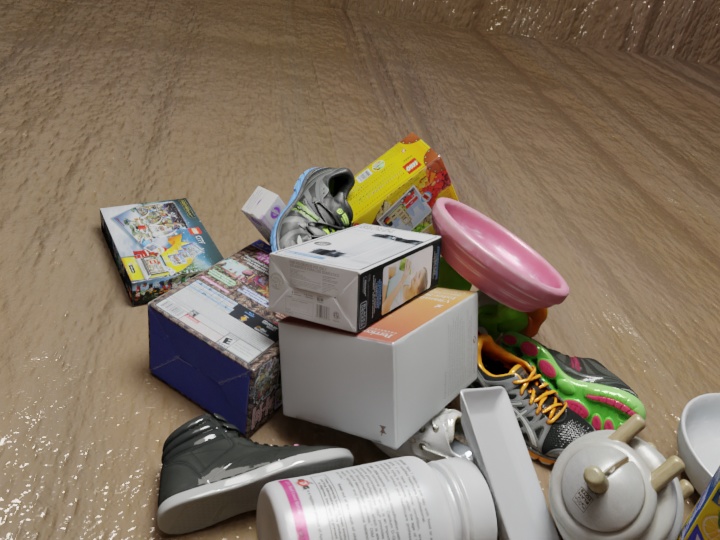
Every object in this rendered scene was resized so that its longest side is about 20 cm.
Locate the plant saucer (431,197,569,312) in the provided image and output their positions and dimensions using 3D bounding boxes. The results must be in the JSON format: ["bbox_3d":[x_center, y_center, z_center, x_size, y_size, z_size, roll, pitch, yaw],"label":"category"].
[{"bbox_3d":[0.167,-0.015,0.827,0.197,0.052,0.202,30,19,-11],"label":"plant saucer"}]

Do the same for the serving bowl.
[{"bbox_3d":[0.454,0.235,0.754,0.193,0.067,0.202,9,33,-5],"label":"serving bowl"}]

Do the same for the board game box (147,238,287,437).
[{"bbox_3d":[-0.128,0.070,0.792,0.156,0.099,0.199,26,35,22],"label":"board game box"}]

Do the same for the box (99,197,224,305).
[{"bbox_3d":[-0.288,-0.034,0.956,0.133,0.039,0.200,-10,39,-29],"label":"box"}]

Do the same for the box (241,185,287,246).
[{"bbox_3d":[-0.092,-0.035,0.887,0.038,0.201,0.042,26,72,32],"label":"box"}]

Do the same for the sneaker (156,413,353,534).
[{"bbox_3d":[-0.107,0.181,0.654,0.194,0.072,0.100,-8,42,-21],"label":"sneaker"}]

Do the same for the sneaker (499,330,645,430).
[{"bbox_3d":[0.265,0.143,0.844,0.197,0.079,0.083,31,20,22],"label":"sneaker"}]

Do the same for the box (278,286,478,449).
[{"bbox_3d":[0.027,0.090,0.735,0.149,0.110,0.198,7,16,32],"label":"box"}]

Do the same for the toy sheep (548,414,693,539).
[{"bbox_3d":[0.244,0.216,0.633,0.135,0.200,0.141,-19,49,24],"label":"toy sheep"}]

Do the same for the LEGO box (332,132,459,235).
[{"bbox_3d":[0.037,-0.063,0.915,0.198,0.150,0.077,-37,44,-2],"label":"LEGO box"}]

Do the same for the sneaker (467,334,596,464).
[{"bbox_3d":[0.196,0.152,0.782,0.198,0.079,0.078,32,46,31],"label":"sneaker"}]

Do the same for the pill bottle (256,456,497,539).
[{"bbox_3d":[0.014,0.230,0.581,0.194,0.116,0.114,-4,35,-22],"label":"pill bottle"}]

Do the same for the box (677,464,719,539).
[{"bbox_3d":[0.323,0.239,0.580,0.069,0.205,0.064,29,36,29],"label":"box"}]

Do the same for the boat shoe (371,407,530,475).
[{"bbox_3d":[0.093,0.181,0.719,0.195,0.071,0.071,22,33,16],"label":"boat shoe"}]

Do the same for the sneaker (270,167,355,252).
[{"bbox_3d":[-0.052,-0.058,0.803,0.080,0.071,0.203,-9,44,27],"label":"sneaker"}]

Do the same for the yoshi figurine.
[{"bbox_3d":[0.157,0.032,0.879,0.195,0.112,0.115,4,65,-32],"label":"yoshi figurine"}]

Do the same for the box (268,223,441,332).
[{"bbox_3d":[0.000,0.000,0.728,0.114,0.062,0.198,11,17,29],"label":"box"}]

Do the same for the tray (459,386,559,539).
[{"bbox_3d":[0.144,0.213,0.626,0.106,0.022,0.205,10,57,-54],"label":"tray"}]
